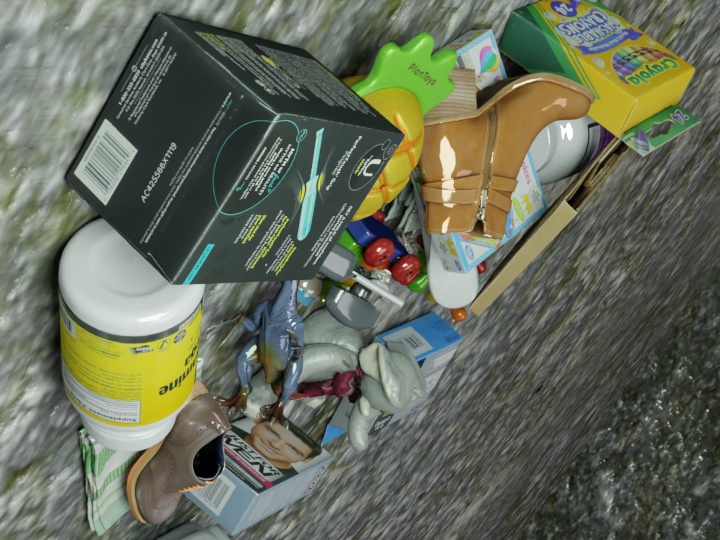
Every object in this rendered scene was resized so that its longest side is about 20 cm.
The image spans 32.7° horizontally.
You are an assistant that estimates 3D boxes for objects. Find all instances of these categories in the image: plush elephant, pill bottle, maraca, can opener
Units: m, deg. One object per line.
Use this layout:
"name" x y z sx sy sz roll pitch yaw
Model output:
"plush elephant" -0.006 0.123 1.387 0.201 0.155 0.164 -53 158 11
"pill bottle" -0.186 0.058 0.996 0.112 0.112 0.201 -34 154 -33
"maraca" 0.006 -0.122 1.068 0.200 0.107 0.137 -48 152 16
"pill bottle" 0.219 -0.159 1.356 0.199 0.112 0.113 -21 145 -52
"can opener" -0.034 -0.002 1.142 0.199 0.052 0.067 36 85 -39

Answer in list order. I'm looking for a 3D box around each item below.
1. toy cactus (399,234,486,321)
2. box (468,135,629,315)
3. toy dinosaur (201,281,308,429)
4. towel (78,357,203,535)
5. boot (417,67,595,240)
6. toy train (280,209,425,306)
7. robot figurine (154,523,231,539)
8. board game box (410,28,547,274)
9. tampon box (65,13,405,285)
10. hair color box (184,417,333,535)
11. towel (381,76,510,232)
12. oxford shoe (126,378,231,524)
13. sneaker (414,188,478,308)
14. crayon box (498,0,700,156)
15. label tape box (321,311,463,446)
"toy cactus" 0.124 -0.022 1.462 0.165 0.103 0.200 -40 159 13
"box" 0.202 -0.051 1.293 0.164 0.021 0.200 -46 176 -42
"toy dinosaur" -0.094 0.057 1.218 0.200 0.104 0.184 -44 151 -78
"towel" -0.219 0.178 1.251 0.152 0.023 0.201 -37 155 -30
"boot" 0.139 -0.108 1.164 0.198 0.076 0.158 -1 89 -33
"toy train" 0.000 0.000 1.296 0.116 0.085 0.200 -41 155 10
"robot figurine" -0.225 0.371 1.431 0.199 0.113 0.171 -21 141 -50
"board game box" 0.106 -0.118 1.216 0.134 0.034 0.202 -35 115 -31
"tampon box" -0.089 -0.086 0.929 0.151 0.126 0.199 -55 158 17
"hair color box" -0.120 0.222 1.380 0.061 0.099 0.200 -57 163 15
"towel" 0.115 -0.130 1.371 0.199 0.034 0.194 -10 136 -57
"oxford shoe" -0.182 0.202 1.233 0.071 0.073 0.201 -30 153 -44
"sneaker" 0.092 -0.067 1.309 0.089 0.074 0.203 -91 -178 -71
"crayon box" 0.260 -0.214 1.287 0.125 0.200 0.052 -29 151 -41
"label tape box" 0.041 0.164 1.670 0.143 0.066 0.201 -20 142 -51
